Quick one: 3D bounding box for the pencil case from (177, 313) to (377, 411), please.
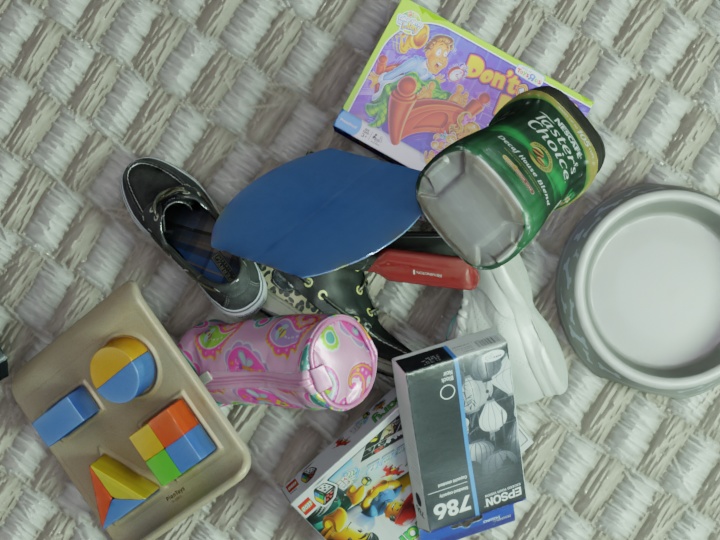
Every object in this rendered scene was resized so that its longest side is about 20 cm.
[{"bbox_3d":[-0.078,0.082,1.484,0.199,0.087,0.088,-4,87,45],"label":"pencil case"}]

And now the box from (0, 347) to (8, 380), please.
[{"bbox_3d":[-0.429,0.048,1.516,0.148,0.107,0.201,-35,88,-16],"label":"box"}]

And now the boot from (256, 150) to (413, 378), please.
[{"bbox_3d":[-0.001,-0.001,1.541,0.202,0.073,0.155,28,86,1],"label":"boot"}]

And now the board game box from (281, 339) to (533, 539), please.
[{"bbox_3d":[0.043,0.173,1.524,0.200,0.035,0.126,-42,119,0],"label":"board game box"}]

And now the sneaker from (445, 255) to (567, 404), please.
[{"bbox_3d":[0.111,0.033,1.524,0.088,0.075,0.202,-19,104,20],"label":"sneaker"}]

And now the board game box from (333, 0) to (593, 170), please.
[{"bbox_3d":[0.093,-0.140,1.556,0.199,0.045,0.135,29,89,2],"label":"board game box"}]

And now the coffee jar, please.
[{"bbox_3d":[0.132,-0.084,1.438,0.104,0.200,0.085,49,125,1],"label":"coffee jar"}]

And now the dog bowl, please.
[{"bbox_3d":[0.276,0.018,1.540,0.198,0.059,0.202,0,87,1],"label":"dog bowl"}]

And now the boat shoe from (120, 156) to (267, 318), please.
[{"bbox_3d":[-0.156,-0.040,1.515,0.070,0.066,0.200,-35,61,-5],"label":"boat shoe"}]

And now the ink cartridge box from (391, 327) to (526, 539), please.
[{"bbox_3d":[0.090,0.157,1.493,0.099,0.039,0.202,-17,116,-15],"label":"ink cartridge box"}]

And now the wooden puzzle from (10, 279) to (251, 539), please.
[{"bbox_3d":[-0.213,0.138,1.513,0.185,0.046,0.201,-36,85,31],"label":"wooden puzzle"}]

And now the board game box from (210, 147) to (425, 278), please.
[{"bbox_3d":[-0.029,-0.036,1.454,0.158,0.199,0.039,-40,127,-29],"label":"board game box"}]

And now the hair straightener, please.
[{"bbox_3d":[0.013,-0.023,1.488,0.198,0.077,0.041,1,131,18],"label":"hair straightener"}]
